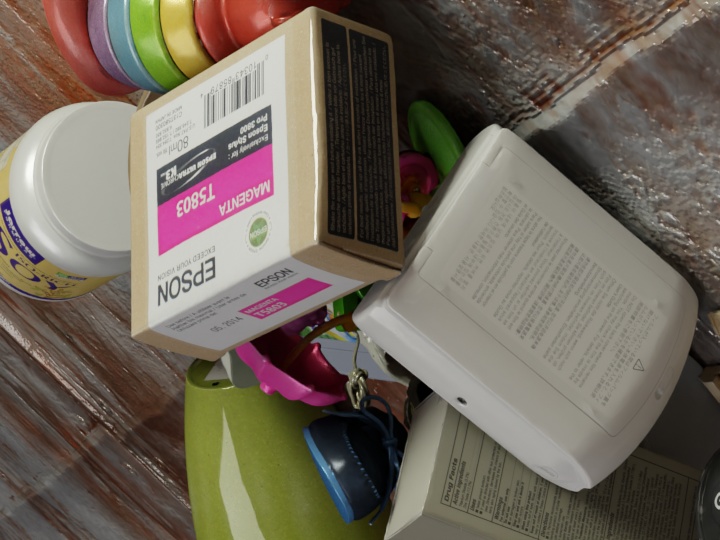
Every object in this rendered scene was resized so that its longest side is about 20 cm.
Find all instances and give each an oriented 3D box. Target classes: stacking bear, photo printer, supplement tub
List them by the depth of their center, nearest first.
[{"bbox_3d":[0.115,0.029,1.357,0.200,0.167,0.069,38,156,-10],"label":"photo printer"},{"bbox_3d":[-0.101,-0.176,1.428,0.199,0.121,0.115,1,105,39],"label":"stacking bear"},{"bbox_3d":[-0.235,-0.058,1.773,0.145,0.146,0.200,46,156,-10],"label":"supplement tub"}]

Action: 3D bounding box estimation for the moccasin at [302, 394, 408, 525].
[{"bbox_3d":[0.001,0.120,1.476,0.200,0.068,0.081,-107,-7,-82],"label":"moccasin"}]

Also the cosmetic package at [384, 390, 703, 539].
[{"bbox_3d":[0.126,0.157,1.400,0.199,0.104,0.073,22,151,-11],"label":"cosmetic package"}]

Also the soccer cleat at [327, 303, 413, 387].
[{"bbox_3d":[0.015,0.028,1.610,0.200,0.078,0.069,39,121,-2],"label":"soccer cleat"}]

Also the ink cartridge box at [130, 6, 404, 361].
[{"bbox_3d":[-0.065,-0.052,1.365,0.075,0.166,0.199,17,151,-38],"label":"ink cartridge box"}]

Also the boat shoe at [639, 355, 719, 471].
[{"bbox_3d":[0.182,0.074,1.463,0.200,0.072,0.066,44,169,-14],"label":"boat shoe"}]

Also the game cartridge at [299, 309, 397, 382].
[{"bbox_3d":[-0.036,0.011,1.726,0.133,0.041,0.200,0,132,51],"label":"game cartridge"}]

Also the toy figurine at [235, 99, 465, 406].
[{"bbox_3d":[-0.004,0.008,1.450,0.150,0.183,0.201,44,156,50],"label":"toy figurine"}]

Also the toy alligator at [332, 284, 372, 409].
[{"bbox_3d":[0.000,0.000,1.567,0.059,0.054,0.202,-7,96,60],"label":"toy alligator"}]

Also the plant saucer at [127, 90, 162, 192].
[{"bbox_3d":[-0.098,-0.068,1.578,0.199,0.029,0.202,9,104,42],"label":"plant saucer"}]

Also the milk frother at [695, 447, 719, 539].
[{"bbox_3d":[0.345,0.168,1.314,0.188,0.199,0.182,-28,69,61],"label":"milk frother"}]

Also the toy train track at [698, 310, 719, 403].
[{"bbox_3d":[0.281,0.074,1.356,0.115,0.033,0.200,49,154,-15],"label":"toy train track"}]

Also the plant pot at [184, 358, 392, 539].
[{"bbox_3d":[-0.082,0.165,1.909,0.186,0.187,0.201,12,128,48],"label":"plant pot"}]

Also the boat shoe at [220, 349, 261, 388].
[{"bbox_3d":[-0.101,0.020,1.708,0.072,0.070,0.201,58,163,28],"label":"boat shoe"}]

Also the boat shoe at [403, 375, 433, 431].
[{"bbox_3d":[0.109,0.143,1.486,0.201,0.072,0.060,40,170,19],"label":"boat shoe"}]
